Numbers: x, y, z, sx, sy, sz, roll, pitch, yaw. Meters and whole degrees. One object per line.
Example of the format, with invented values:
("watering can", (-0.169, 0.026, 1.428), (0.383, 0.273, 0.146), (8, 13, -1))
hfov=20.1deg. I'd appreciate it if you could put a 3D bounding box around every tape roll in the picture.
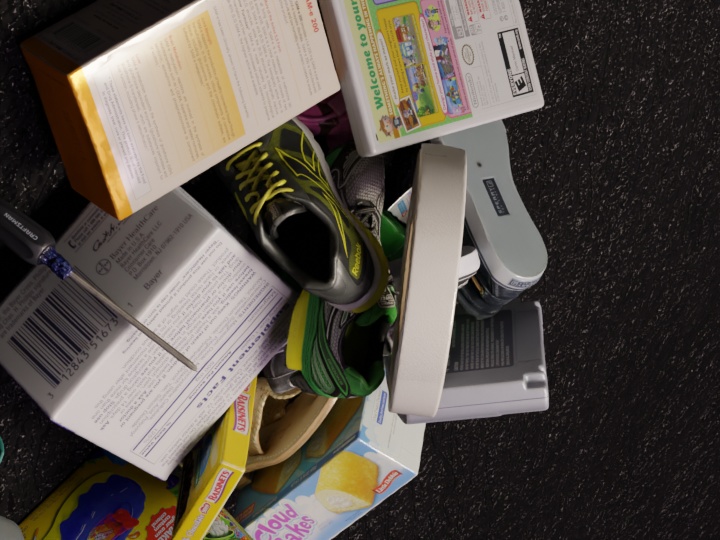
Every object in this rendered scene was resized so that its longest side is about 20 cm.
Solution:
("tape roll", (0.050, 0.008, 1.512), (0.037, 0.203, 0.203), (7, 132, 0))

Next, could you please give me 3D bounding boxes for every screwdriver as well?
("screwdriver", (-0.193, 0.013, 1.418), (0.029, 0.200, 0.028), (-27, 150, -53))

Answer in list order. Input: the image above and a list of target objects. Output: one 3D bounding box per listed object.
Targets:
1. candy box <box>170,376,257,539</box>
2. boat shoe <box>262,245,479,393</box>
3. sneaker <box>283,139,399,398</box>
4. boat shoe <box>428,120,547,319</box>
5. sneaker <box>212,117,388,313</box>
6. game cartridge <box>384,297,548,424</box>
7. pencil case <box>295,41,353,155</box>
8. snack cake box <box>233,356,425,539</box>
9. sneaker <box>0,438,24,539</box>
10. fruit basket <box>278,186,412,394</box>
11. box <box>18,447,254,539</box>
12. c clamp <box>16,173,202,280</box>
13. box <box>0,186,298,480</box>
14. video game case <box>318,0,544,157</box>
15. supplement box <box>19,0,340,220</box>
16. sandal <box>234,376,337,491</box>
("candy box", (-0.116, 0.127, 1.652), (0.026, 0.200, 0.102), (25, 123, -15))
("boat shoe", (0.011, 0.042, 1.645), (0.199, 0.074, 0.068), (-24, 103, -13))
("sneaker", (0.000, 0.000, 1.534), (0.078, 0.085, 0.200), (-4, 100, -44))
("boat shoe", (0.087, -0.060, 1.712), (0.071, 0.200, 0.091), (-6, 156, -31))
("sneaker", (-0.054, -0.057, 1.473), (0.074, 0.200, 0.085), (-44, 165, 11))
("game cartridge", (0.087, 0.074, 1.679), (0.200, 0.133, 0.041), (-78, 165, -71))
("pencil case", (-0.032, -0.082, 1.603), (0.091, 0.094, 0.200), (-25, 141, -19))
("snack cake box", (-0.027, 0.166, 1.774), (0.067, 0.115, 0.200), (32, 131, -20))
("sneaker", (-0.307, 0.171, 1.565), (0.121, 0.084, 0.200), (-46, 148, 15))
("fruit basket", (-0.005, 0.021, 1.778), (0.185, 0.094, 0.200), (-44, 164, -6))
("box", (-0.186, 0.271, 1.706), (0.200, 0.193, 0.122), (-44, 148, -7))
("c clamp", (-0.194, -0.016, 1.551), (0.200, 0.027, 0.171), (-40, 152, -15))
("box", (-0.159, 0.038, 1.528), (0.184, 0.105, 0.200), (-48, 153, -2))
("video game case", (0.046, -0.201, 1.520), (0.182, 0.022, 0.200), (-18, 96, -38))
("supplement box", (-0.123, -0.143, 1.423), (0.200, 0.074, 0.126), (-32, 129, -23))
("sandal", (-0.093, 0.128, 1.758), (0.212, 0.070, 0.078), (-42, -160, 51))
